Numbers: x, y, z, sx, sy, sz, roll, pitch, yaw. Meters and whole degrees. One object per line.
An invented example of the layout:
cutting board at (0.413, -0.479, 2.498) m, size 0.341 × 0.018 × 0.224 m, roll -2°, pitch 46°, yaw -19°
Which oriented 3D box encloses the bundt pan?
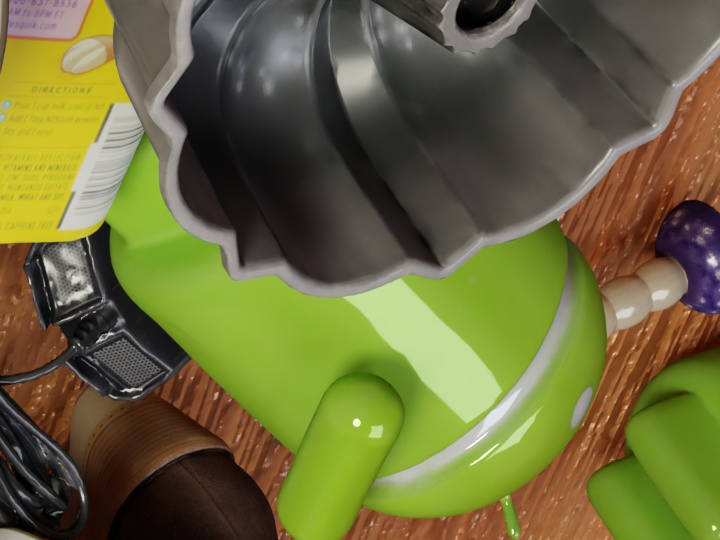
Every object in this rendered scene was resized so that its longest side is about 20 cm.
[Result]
bundt pan at (0.015, -0.092, 0.789) m, size 0.201 × 0.076 × 0.202 m, roll -25°, pitch 143°, yaw -21°

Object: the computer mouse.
computer mouse at (-0.092, -0.023, 0.979) m, size 0.200 × 0.046 × 0.141 m, roll -50°, pitch 119°, yaw -27°

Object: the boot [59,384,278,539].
boot at (-0.054, 0.149, 1.105) m, size 0.072 × 0.166 × 0.200 m, roll -27°, pitch 143°, yaw -21°

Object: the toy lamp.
toy lamp at (0.066, 0.032, 1.199) m, size 0.200 × 0.058 × 0.058 m, roll -28°, pitch 144°, yaw -24°

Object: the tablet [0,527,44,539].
tablet at (-0.094, 0.135, 1.030) m, size 0.200 × 0.130 × 0.014 m, roll -33°, pitch -147°, yaw 64°

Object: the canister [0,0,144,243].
canister at (-0.098, -0.108, 0.808) m, size 0.148 × 0.087 × 0.200 m, roll 0°, pitch 127°, yaw -42°

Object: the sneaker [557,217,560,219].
sneaker at (0.029, -0.023, 1.081) m, size 0.084 × 0.075 × 0.200 m, roll -32°, pitch 145°, yaw -14°

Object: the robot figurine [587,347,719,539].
robot figurine at (0.200, 0.082, 1.319) m, size 0.200 × 0.116 × 0.176 m, roll -14°, pitch 147°, yaw -36°

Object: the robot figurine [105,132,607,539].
robot figurine at (0.000, 0.000, 0.950) m, size 0.115 × 0.176 × 0.200 m, roll -18°, pitch 130°, yaw 36°

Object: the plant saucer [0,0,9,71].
plant saucer at (-0.186, -0.076, 0.736) m, size 0.199 × 0.030 × 0.201 m, roll -1°, pitch 121°, yaw -2°
